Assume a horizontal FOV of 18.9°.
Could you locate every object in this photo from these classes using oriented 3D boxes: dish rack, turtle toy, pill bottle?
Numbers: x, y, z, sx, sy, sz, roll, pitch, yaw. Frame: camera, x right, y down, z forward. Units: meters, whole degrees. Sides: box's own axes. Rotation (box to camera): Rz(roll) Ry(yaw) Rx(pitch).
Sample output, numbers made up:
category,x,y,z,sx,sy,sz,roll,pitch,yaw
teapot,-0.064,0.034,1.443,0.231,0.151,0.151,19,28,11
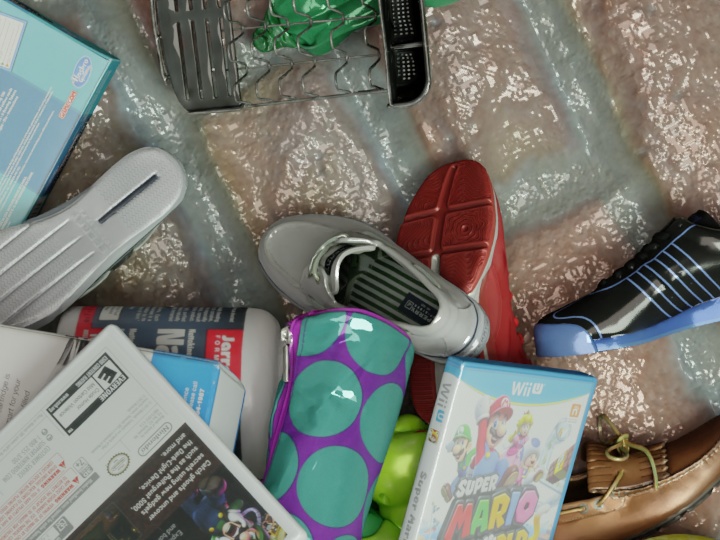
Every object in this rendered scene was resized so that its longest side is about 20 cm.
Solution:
category,x,y,z,sx,sy,sz,roll,pitch,yaw
dish rack,-0.050,-0.181,1.466,0.198,0.055,0.155,-5,96,13
turtle toy,0.014,0.190,1.480,0.145,0.101,0.201,-3,132,-36
pill bottle,-0.107,0.085,1.494,0.198,0.120,0.121,0,94,2

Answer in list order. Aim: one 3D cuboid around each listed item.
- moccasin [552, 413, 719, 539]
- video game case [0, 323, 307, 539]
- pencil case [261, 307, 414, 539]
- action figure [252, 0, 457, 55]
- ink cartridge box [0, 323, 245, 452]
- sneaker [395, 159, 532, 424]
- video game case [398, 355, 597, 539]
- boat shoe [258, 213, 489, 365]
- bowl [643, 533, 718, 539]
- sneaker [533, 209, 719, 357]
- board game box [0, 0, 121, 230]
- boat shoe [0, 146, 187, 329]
category,x,y,z,sx,sy,sz,roll,pitch,yaw
moccasin,0.171,0.148,1.516,0.200,0.074,0.078,-25,101,13
video game case,-0.162,0.165,1.313,0.200,0.023,0.182,-44,74,-3
pencil case,-0.032,0.126,1.388,0.092,0.085,0.202,21,74,-19
action figure,0.008,-0.209,1.501,0.199,0.055,0.119,-30,94,11
ink cartridge box,-0.188,0.120,1.382,0.198,0.086,0.148,9,78,13
sneaker,0.081,0.032,1.515,0.078,0.115,0.202,-7,64,27
video game case,0.083,0.160,1.434,0.018,0.142,0.202,20,98,44
boat shoe,0.000,0.000,1.463,0.199,0.067,0.074,21,79,36
bowl,0.176,0.247,1.455,0.107,0.200,0.201,36,95,1
sneaker,0.209,0.005,1.504,0.198,0.070,0.079,-15,90,-5
board game box,-0.291,-0.131,1.520,0.199,0.047,0.152,30,95,0
boat shoe,-0.201,-0.008,1.498,0.199,0.071,0.072,-33,79,-10
